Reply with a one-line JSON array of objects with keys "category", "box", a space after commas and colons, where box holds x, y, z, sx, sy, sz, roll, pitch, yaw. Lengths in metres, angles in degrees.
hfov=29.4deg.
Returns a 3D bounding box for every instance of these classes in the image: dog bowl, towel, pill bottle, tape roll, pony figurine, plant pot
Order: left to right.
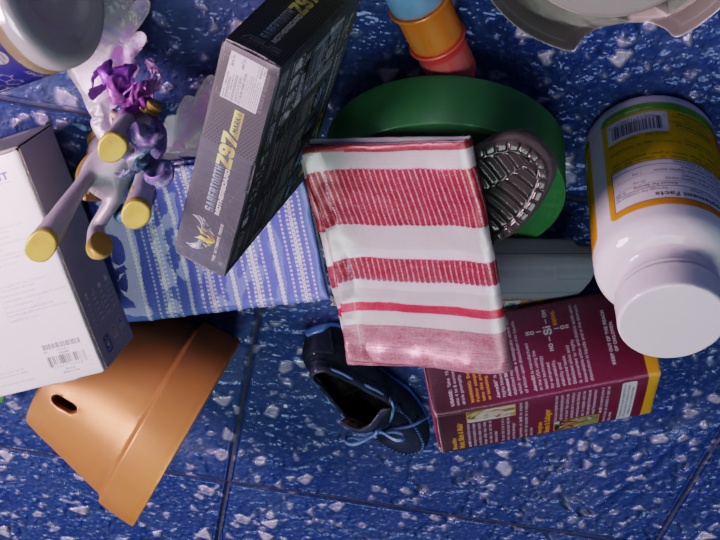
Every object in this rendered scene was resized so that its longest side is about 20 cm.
[{"category": "pill bottle", "box": [-0.302, -0.185, 1.020, 0.198, 0.120, 0.120, -12, 135, 29]}, {"category": "plant pot", "box": [-0.222, 0.119, 1.297, 0.139, 0.201, 0.201, 30, 133, -3]}, {"category": "pony figurine", "box": [-0.180, -0.108, 1.072, 0.166, 0.201, 0.193, 33, 114, -18]}, {"category": "towel", "box": [-0.135, -0.029, 1.204, 0.198, 0.024, 0.146, -7, 110, 12]}, {"category": "towel", "box": [0.036, -0.009, 1.064, 0.143, 0.023, 0.202, 1, 120, 25]}, {"category": "tape roll", "box": [0.069, -0.080, 1.124, 0.198, 0.049, 0.201, 4, 151, 2]}, {"category": "dog bowl", "box": [0.178, -0.249, 0.966, 0.198, 0.059, 0.201, 2, 135, 2]}, {"category": "pill bottle", "box": [0.236, -0.034, 1.080, 0.110, 0.201, 0.112, 2, 137, 2]}]

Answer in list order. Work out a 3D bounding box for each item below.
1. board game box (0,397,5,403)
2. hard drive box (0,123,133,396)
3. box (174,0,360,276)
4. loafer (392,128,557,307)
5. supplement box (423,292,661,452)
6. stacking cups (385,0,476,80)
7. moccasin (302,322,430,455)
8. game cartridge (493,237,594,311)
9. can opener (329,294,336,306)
[{"category": "board game box", "box": [-0.382, 0.053, 1.348, 0.104, 0.024, 0.201, 16, 134, -14]}, {"category": "hard drive box", "box": [-0.304, -0.002, 1.163, 0.154, 0.077, 0.202, -13, 108, 15]}, {"category": "box", "box": [-0.069, -0.117, 1.037, 0.051, 0.158, 0.201, 27, 131, 8]}, {"category": "loafer", "box": [0.081, -0.050, 1.076, 0.073, 0.071, 0.200, 46, 130, -5]}, {"category": "supplement box", "box": [0.157, 0.090, 1.220, 0.198, 0.086, 0.111, -11, 155, 2]}, {"category": "stacking cups", "box": [0.040, -0.216, 1.014, 0.060, 0.061, 0.200, -16, 135, 20]}, {"category": "moccasin", "box": [-0.001, 0.135, 1.369, 0.080, 0.069, 0.200, -26, 129, 28]}, {"category": "game cartridge", "box": [0.114, 0.032, 1.229, 0.132, 0.042, 0.200, -4, 154, -18]}, {"category": "can opener", "box": [0.000, 0.000, 1.199, 0.078, 0.064, 0.200, -35, 158, -2]}]
